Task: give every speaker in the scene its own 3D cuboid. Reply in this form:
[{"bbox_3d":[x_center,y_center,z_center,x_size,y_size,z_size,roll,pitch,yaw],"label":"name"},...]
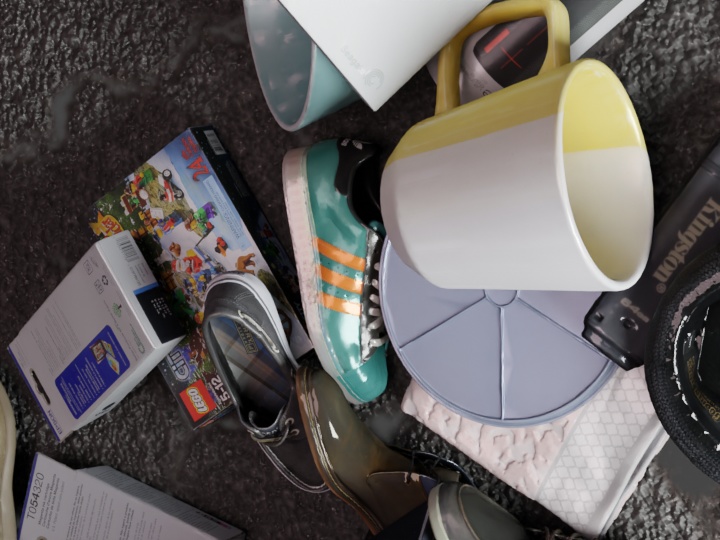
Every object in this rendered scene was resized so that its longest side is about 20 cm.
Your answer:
[{"bbox_3d":[0.138,-0.189,1.261,0.200,0.081,0.082,-40,79,25],"label":"speaker"}]

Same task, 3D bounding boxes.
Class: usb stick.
[{"bbox_3d":[0.225,-0.024,1.226,0.055,0.033,0.201,37,91,-8],"label":"usb stick"}]

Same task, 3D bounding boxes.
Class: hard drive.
[{"bbox_3d":[0.043,-0.216,1.178,0.200,0.132,0.026,-43,38,2],"label":"hard drive"}]

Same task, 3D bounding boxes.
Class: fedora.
[{"bbox_3d":[0.289,0.058,1.202,0.198,0.092,0.203,3,106,11],"label":"fedora"}]

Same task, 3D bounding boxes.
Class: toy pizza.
[{"bbox_3d":[0.106,0.012,1.296,0.198,0.032,0.203,3,96,26],"label":"toy pizza"}]

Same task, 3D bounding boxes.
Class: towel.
[{"bbox_3d":[0.145,0.070,1.319,0.190,0.032,0.201,35,110,19],"label":"towel"}]

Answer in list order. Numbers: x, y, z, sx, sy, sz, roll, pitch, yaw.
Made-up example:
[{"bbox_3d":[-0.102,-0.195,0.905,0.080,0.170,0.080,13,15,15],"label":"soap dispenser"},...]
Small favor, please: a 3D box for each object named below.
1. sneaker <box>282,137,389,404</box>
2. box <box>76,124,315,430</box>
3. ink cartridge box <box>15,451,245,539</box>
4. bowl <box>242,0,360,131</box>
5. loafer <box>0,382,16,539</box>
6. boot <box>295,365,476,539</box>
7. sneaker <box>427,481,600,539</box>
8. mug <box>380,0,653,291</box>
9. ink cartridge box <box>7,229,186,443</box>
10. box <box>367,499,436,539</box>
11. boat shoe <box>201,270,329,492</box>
[{"bbox_3d":[0.000,0.000,1.360,0.079,0.071,0.202,-10,97,22],"label":"sneaker"},{"bbox_3d":[-0.126,0.006,1.442,0.136,0.038,0.201,-35,81,26],"label":"box"},{"bbox_3d":[-0.205,0.274,1.517,0.198,0.043,0.198,22,106,26],"label":"ink cartridge box"},{"bbox_3d":[-0.015,-0.206,1.293,0.104,0.201,0.203,-9,94,-17],"label":"bowl"},{"bbox_3d":[-0.336,0.172,1.535,0.076,0.067,0.202,-19,76,43],"label":"loafer"},{"bbox_3d":[0.029,0.145,1.355,0.096,0.075,0.201,-21,111,18],"label":"boot"},{"bbox_3d":[0.143,0.204,1.288,0.106,0.075,0.200,-36,110,28],"label":"sneaker"},{"bbox_3d":[0.102,-0.066,1.213,0.152,0.188,0.150,-9,137,32],"label":"mug"},{"bbox_3d":[-0.218,0.057,1.472,0.200,0.039,0.100,-40,78,48],"label":"ink cartridge box"},{"bbox_3d":[0.032,0.304,1.334,0.199,0.104,0.182,-37,103,26],"label":"box"},{"bbox_3d":[-0.068,0.097,1.372,0.069,0.066,0.202,-12,116,18],"label":"boat shoe"}]
